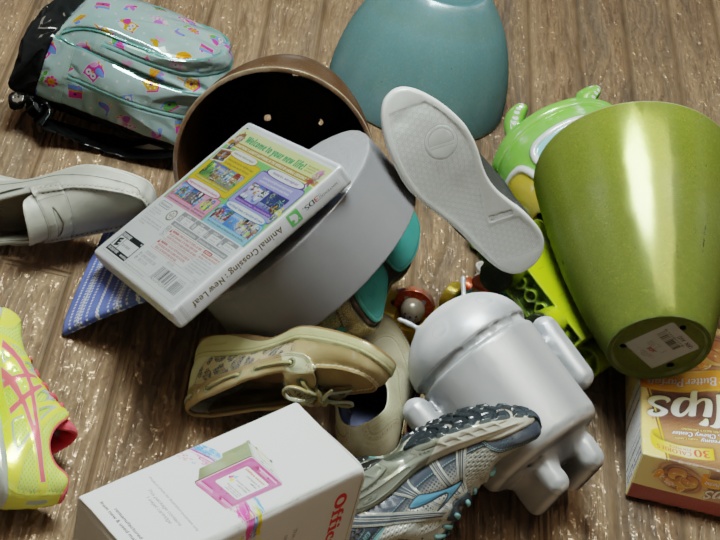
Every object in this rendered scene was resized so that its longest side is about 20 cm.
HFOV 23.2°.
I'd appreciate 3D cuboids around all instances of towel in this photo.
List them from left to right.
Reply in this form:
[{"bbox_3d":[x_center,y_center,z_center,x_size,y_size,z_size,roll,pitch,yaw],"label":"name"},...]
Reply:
[{"bbox_3d":[-0.157,-0.019,1.505,0.198,0.024,0.145,-21,30,24],"label":"towel"}]

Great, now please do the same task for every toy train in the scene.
[{"bbox_3d":[0.060,0.007,1.624,0.198,0.056,0.151,3,39,-17],"label":"toy train"}]

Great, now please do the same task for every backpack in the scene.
[{"bbox_3d":[-0.225,-0.196,1.716,0.198,0.127,0.167,21,34,2],"label":"backpack"}]

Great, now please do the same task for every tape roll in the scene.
[{"bbox_3d":[-0.049,-0.027,1.490,0.066,0.199,0.201,48,32,-19],"label":"tape roll"}]

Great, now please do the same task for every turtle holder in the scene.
[{"bbox_3d":[0.196,-0.090,1.727,0.184,0.142,0.132,-3,42,-25],"label":"turtle holder"}]

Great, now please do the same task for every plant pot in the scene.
[{"bbox_3d":[-0.071,-0.131,1.667,0.185,0.189,0.200,15,23,-2],"label":"plant pot"},{"bbox_3d":[0.076,-0.251,1.891,0.198,0.136,0.201,10,38,-8],"label":"plant pot"},{"bbox_3d":[0.253,-0.013,1.556,0.185,0.188,0.202,8,50,-11],"label":"plant pot"}]

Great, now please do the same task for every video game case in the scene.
[{"bbox_3d":[-0.118,-0.043,1.453,0.182,0.022,0.200,-41,27,-11],"label":"video game case"}]

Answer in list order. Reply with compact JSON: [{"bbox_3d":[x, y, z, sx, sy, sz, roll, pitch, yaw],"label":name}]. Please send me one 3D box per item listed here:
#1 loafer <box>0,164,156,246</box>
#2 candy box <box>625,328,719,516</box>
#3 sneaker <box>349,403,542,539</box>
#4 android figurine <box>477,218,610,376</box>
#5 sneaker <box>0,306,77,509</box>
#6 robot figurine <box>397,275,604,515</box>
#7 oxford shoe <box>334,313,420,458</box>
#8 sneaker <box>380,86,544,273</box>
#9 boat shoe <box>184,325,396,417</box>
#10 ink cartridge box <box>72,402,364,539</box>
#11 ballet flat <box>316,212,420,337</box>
[{"bbox_3d":[-0.279,-0.049,1.541,0.197,0.070,0.070,-4,40,4],"label":"loafer"},{"bbox_3d":[0.297,0.127,1.558,0.114,0.056,0.201,13,36,-1],"label":"candy box"},{"bbox_3d":[0.054,0.169,1.362,0.198,0.087,0.078,-24,6,-5],"label":"sneaker"},{"bbox_3d":[0.172,0.016,1.611,0.183,0.041,0.200,52,22,7],"label":"android figurine"},{"bbox_3d":[-0.266,0.112,1.363,0.089,0.079,0.201,10,42,-21],"label":"sneaker"},{"bbox_3d":[0.115,0.101,1.451,0.169,0.113,0.201,-27,74,-30],"label":"robot figurine"},{"bbox_3d":[0.012,0.091,1.471,0.070,0.074,0.201,-8,37,6],"label":"oxford shoe"},{"bbox_3d":[0.073,-0.085,1.500,0.200,0.071,0.099,47,3,-25],"label":"sneaker"},{"bbox_3d":[-0.058,0.089,1.406,0.199,0.073,0.063,-6,54,41],"label":"boat shoe"},{"bbox_3d":[-0.104,0.200,1.242,0.199,0.146,0.085,-19,48,-38],"label":"ink cartridge box"},{"bbox_3d":[0.000,0.000,1.533,0.070,0.071,0.200,19,32,4],"label":"ballet flat"}]
